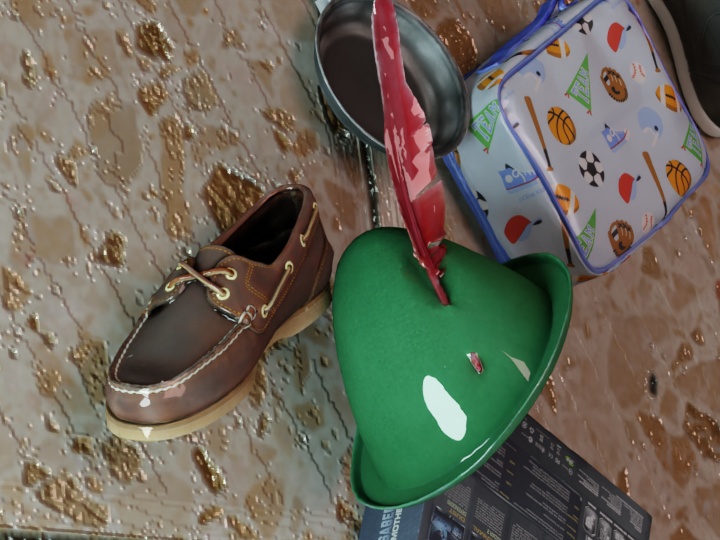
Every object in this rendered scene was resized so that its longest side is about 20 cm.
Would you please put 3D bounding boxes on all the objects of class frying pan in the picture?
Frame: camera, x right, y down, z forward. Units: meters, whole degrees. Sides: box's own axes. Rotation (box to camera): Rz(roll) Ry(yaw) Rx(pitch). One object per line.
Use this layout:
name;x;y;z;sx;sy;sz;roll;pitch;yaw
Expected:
frying pan;-0.011;-0.138;1.480;0.190;0.031;0.115;41;43;-12

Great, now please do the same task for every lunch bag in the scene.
lunch bag;0.135;-0.087;1.595;0.160;0.076;0.200;59;41;-9

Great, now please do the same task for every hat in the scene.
hat;0.000;0.000;1.339;0.176;0.166;0.200;42;37;-22

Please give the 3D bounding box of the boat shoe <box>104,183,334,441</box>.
boat shoe;-0.075;0.017;1.297;0.200;0.070;0.070;-49;142;-56

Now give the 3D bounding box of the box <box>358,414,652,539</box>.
box;0.085;0.166;1.441;0.200;0.051;0.158;38;48;-33

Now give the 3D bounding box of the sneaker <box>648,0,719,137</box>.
sneaker;0.256;-0.203;1.765;0.071;0.099;0.200;-19;87;-49
